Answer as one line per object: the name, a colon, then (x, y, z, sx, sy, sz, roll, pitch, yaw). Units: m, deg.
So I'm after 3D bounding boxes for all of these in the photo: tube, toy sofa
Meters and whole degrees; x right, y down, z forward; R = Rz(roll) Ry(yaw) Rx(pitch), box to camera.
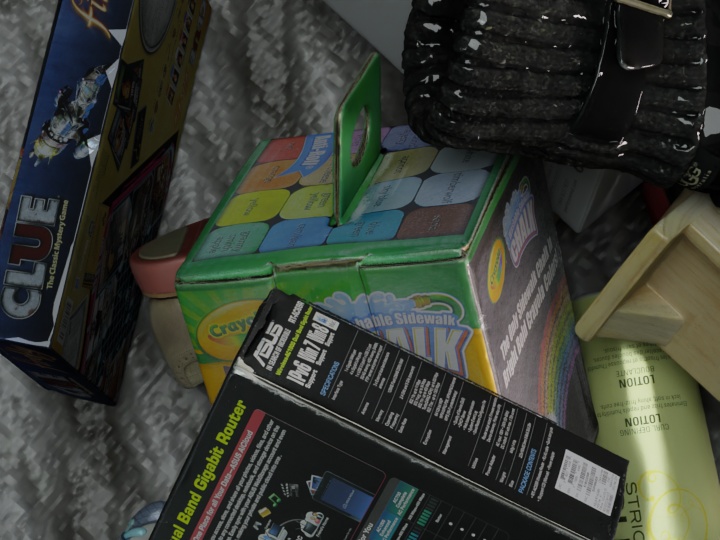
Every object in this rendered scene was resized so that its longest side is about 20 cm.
tube: (0.131, 0.107, 0.961, 0.058, 0.052, 0.200, -17, 76, 48)
toy sofa: (0.197, 0.044, 0.897, 0.200, 0.083, 0.098, 44, 54, 10)

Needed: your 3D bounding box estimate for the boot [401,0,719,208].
boot: (0.104, -0.128, 0.855, 0.158, 0.079, 0.211, 15, 62, -13)

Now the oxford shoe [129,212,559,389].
oxford shoe: (0.000, 0.000, 1.000, 0.200, 0.070, 0.075, -14, 106, -2)

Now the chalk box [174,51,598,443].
chalk box: (0.010, 0.015, 0.884, 0.124, 0.124, 0.200, -5, 116, 21)

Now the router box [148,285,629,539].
router box: (-0.009, 0.123, 0.840, 0.150, 0.062, 0.200, 26, 123, -2)

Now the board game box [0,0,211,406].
board game box: (-0.115, -0.050, 0.977, 0.035, 0.135, 0.200, 10, 77, 8)

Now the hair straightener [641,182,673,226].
hair straightener: (0.191, 0.033, 0.972, 0.077, 0.041, 0.200, -19, 70, 1)

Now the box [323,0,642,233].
box: (0.076, -0.138, 0.974, 0.124, 0.098, 0.200, -38, 71, -25)

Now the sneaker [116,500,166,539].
sneaker: (-0.091, 0.154, 0.966, 0.200, 0.078, 0.086, -26, 66, -9)
